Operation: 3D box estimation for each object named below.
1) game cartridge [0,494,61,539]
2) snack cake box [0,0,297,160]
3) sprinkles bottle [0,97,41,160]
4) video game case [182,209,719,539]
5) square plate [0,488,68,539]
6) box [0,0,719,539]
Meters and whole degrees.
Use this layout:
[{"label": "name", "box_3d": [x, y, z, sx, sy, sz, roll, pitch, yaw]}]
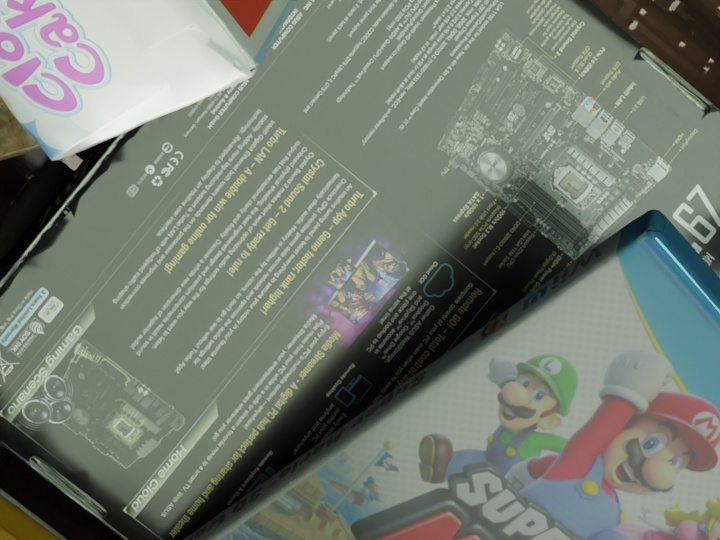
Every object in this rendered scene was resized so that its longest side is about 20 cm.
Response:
[{"label": "game cartridge", "box_3d": [-0.109, 0.154, 0.719, 0.176, 0.032, 0.200, -44, 121, 9]}, {"label": "snack cake box", "box_3d": [-0.052, -0.133, 0.694, 0.115, 0.067, 0.200, 55, 34, -21]}, {"label": "sprinkles bottle", "box_3d": [-0.119, -0.130, 0.730, 0.068, 0.068, 0.200, -28, 109, -15]}, {"label": "video game case", "box_3d": [0.045, 0.091, 0.745, 0.200, 0.018, 0.143, -36, 105, 23]}, {"label": "square plate", "box_3d": [-0.195, 0.110, 0.764, 0.200, 0.028, 0.198, 43, 82, -23]}, {"label": "box", "box_3d": [0.000, 0.000, 0.785, 0.160, 0.044, 0.200, 38, 91, -11]}]
